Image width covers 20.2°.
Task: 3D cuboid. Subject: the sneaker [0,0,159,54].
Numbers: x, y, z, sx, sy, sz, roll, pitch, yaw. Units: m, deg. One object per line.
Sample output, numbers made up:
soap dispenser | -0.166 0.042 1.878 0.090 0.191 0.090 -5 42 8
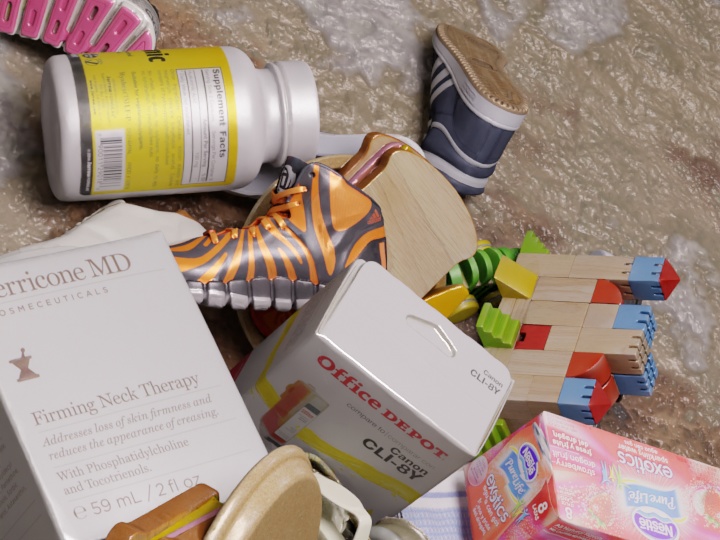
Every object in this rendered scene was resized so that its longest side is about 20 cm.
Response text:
sneaker | -0.243 -0.219 1.597 0.200 0.074 0.087 25 18 5

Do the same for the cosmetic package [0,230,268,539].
cosmetic package | -0.191 0.110 1.350 0.167 0.166 0.200 -13 67 -36

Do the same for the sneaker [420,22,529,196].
sneaker | 0.083 -0.136 1.753 0.070 0.109 0.200 19 22 -17

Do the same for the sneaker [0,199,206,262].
sneaker | -0.202 -0.006 1.497 0.200 0.073 0.085 -7 42 -33

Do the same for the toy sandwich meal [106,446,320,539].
toy sandwich meal | -0.095 0.191 1.242 0.070 0.205 0.205 21 46 17

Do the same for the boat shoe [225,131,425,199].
boat shoe | -0.047 -0.085 1.632 0.200 0.070 0.071 4 78 -2

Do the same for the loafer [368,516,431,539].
loafer | 0.068 0.237 1.462 0.200 0.075 0.070 49 52 -29

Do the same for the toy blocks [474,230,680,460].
toy blocks | 0.173 0.060 1.588 0.200 0.137 0.100 -67 147 -36

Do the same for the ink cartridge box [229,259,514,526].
ink cartridge box | -0.010 0.101 1.438 0.145 0.200 0.083 38 48 -9

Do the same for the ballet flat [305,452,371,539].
ballet flat | -0.003 0.201 1.367 0.071 0.071 0.200 -12 48 -36

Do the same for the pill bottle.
pill bottle | -0.137 -0.113 1.535 0.200 0.111 0.111 -4 62 -16

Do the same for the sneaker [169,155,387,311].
sneaker | -0.077 -0.029 1.466 0.200 0.078 0.112 4 95 -20

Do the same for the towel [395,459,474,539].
towel | 0.082 0.179 1.568 0.147 0.024 0.200 1 60 -32

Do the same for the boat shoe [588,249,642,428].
boat shoe | 0.200 0.076 1.683 0.066 0.070 0.200 33 46 -21

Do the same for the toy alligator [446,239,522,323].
toy alligator | 0.117 0.000 1.684 0.200 0.054 0.059 -8 66 -35

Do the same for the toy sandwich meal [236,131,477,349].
toy sandwich meal | 0.000 0.000 1.547 0.205 0.070 0.206 -3 96 -28

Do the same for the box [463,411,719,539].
box | 0.190 0.192 1.551 0.200 0.103 0.095 20 47 -32
